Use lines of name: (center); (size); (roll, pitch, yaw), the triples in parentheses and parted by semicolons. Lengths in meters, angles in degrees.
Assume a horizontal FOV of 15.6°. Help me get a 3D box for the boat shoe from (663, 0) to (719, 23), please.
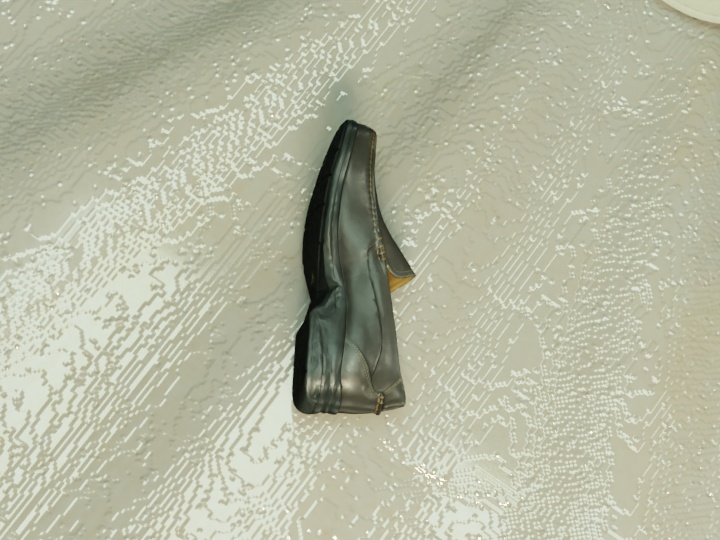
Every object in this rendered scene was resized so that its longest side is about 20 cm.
boat shoe: (0.276, -0.209, 1.843); (0.200, 0.073, 0.062); (20, 26, 11)

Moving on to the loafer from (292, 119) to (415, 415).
loafer: (0.000, 0.000, 1.737); (0.072, 0.073, 0.200); (7, 79, -10)
